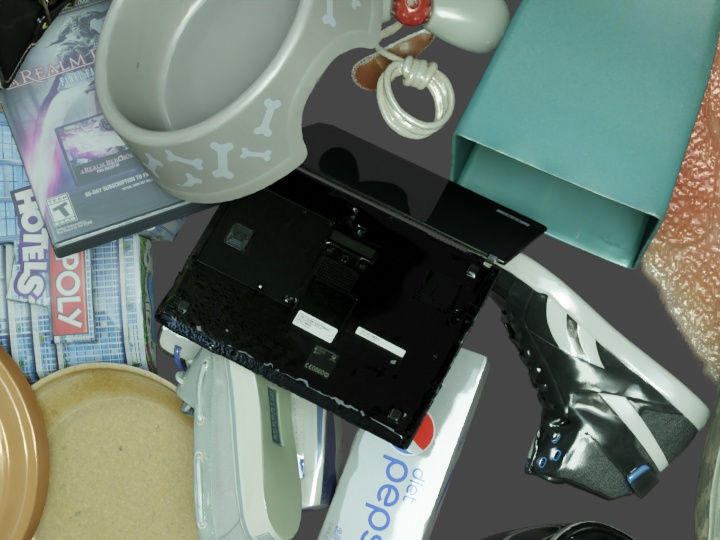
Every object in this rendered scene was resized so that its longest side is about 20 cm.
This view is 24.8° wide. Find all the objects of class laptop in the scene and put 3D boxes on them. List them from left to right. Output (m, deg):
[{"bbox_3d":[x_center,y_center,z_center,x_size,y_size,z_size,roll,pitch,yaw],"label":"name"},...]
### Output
[{"bbox_3d":[0.000,0.000,1.035,0.176,0.103,0.201,25,73,13],"label":"laptop"}]

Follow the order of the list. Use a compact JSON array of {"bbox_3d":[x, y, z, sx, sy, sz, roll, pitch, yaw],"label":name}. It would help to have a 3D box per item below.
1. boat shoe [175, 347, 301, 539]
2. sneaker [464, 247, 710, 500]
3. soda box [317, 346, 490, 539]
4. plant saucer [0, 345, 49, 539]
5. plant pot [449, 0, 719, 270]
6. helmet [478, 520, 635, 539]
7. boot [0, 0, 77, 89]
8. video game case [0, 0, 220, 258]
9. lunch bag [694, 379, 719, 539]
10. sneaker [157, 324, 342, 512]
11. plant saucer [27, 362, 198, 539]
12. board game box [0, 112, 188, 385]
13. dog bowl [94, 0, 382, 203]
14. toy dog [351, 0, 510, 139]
[{"bbox_3d":[-0.085,0.079,1.033,0.071,0.070,0.203,-16,64,20],"label":"boat shoe"},{"bbox_3d":[0.125,0.075,1.091,0.199,0.073,0.112,39,86,7],"label":"sneaker"},{"bbox_3d":[0.023,0.142,1.097,0.068,0.063,0.202,19,85,9],"label":"soda box"},{"bbox_3d":[-0.306,0.128,1.114,0.198,0.032,0.203,1,94,18],"label":"plant saucer"},{"bbox_3d":[0.162,-0.131,1.086,0.140,0.141,0.202,23,79,7],"label":"plant pot"},{"bbox_3d":[0.096,0.260,1.012,0.190,0.199,0.201,-38,79,38],"label":"helmet"},{"bbox_3d":[-0.187,-0.198,1.115,0.149,0.074,0.201,0,44,5],"label":"boot"},{"bbox_3d":[-0.168,-0.112,1.114,0.141,0.019,0.201,-19,60,-12],"label":"video game case"},{"bbox_3d":[0.275,0.106,1.030,0.116,0.164,0.203,7,84,11],"label":"lunch bag"},{"bbox_3d":[-0.077,0.071,1.113,0.114,0.081,0.202,-8,76,7],"label":"sneaker"},{"bbox_3d":[-0.165,0.162,1.108,0.198,0.035,0.203,1,92,16],"label":"plant saucer"},{"bbox_3d":[-0.199,-0.023,1.137,0.197,0.062,0.203,-5,83,5],"label":"board game box"},{"bbox_3d":[-0.083,-0.145,1.017,0.198,0.059,0.202,-18,57,30],"label":"dog bowl"},{"bbox_3d":[-0.006,-0.178,1.138,0.199,0.096,0.133,31,79,-5],"label":"toy dog"}]
